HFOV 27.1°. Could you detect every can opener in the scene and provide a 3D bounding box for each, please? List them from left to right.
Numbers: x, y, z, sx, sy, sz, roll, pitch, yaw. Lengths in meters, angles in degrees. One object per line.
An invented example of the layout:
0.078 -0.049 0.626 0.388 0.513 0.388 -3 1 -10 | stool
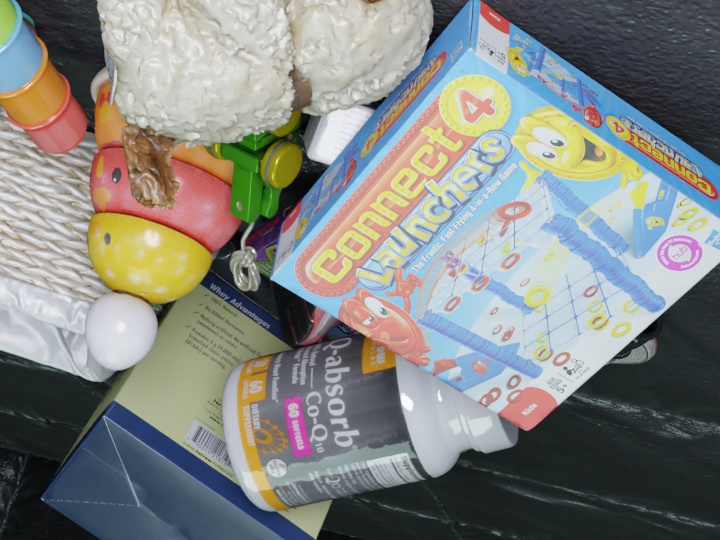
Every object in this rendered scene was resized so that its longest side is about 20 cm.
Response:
-0.103 -0.024 1.247 0.066 0.053 0.200 12 163 13 | can opener

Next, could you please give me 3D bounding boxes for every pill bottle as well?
0.008 0.103 1.094 0.198 0.117 0.116 -15 154 15 | pill bottle

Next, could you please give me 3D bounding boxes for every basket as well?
-0.262 -0.020 1.220 0.199 0.162 0.198 21 162 -14 | basket

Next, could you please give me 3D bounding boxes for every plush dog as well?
-0.046 -0.123 0.774 0.170 0.162 0.200 -10 166 -5 | plush dog

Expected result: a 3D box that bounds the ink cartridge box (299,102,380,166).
0.060 -0.069 0.975 0.198 0.045 0.176 19 -172 -8 | ink cartridge box

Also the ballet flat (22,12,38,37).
-0.300 -0.138 1.040 0.199 0.072 0.069 2 157 38 | ballet flat

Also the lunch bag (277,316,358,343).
0.038 0.052 1.322 0.150 0.095 0.199 30 148 -33 | lunch bag

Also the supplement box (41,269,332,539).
-0.122 0.145 1.258 0.199 0.200 0.134 36 130 -8 | supplement box

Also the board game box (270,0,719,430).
0.082 -0.023 0.864 0.195 0.056 0.200 30 126 -17 | board game box

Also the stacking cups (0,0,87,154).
-0.231 -0.138 0.942 0.060 0.061 0.200 9 152 22 | stacking cups

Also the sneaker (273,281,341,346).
0.000 0.000 1.094 0.086 0.074 0.200 1 150 -27 | sneaker

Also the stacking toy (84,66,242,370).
-0.137 -0.029 1.009 0.145 0.202 0.146 14 163 4 | stacking toy

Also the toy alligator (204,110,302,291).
-0.061 -0.076 0.956 0.059 0.054 0.201 28 136 27 | toy alligator

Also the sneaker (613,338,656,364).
0.143 0.065 1.188 0.198 0.083 0.078 1 148 -15 | sneaker

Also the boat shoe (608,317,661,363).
0.153 0.009 1.088 0.066 0.075 0.199 -15 138 39 | boat shoe

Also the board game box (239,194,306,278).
0.017 -0.001 1.174 0.120 0.032 0.199 -34 134 29 | board game box
